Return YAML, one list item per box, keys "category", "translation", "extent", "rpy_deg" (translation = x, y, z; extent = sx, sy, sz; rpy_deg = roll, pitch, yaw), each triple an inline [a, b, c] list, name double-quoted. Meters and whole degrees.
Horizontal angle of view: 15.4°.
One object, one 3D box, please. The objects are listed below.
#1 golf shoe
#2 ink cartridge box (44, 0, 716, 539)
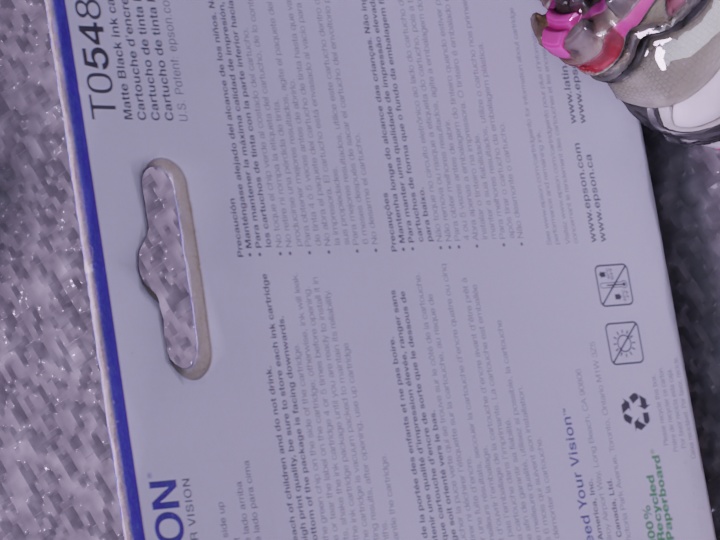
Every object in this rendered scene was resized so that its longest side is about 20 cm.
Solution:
- category: "golf shoe"
  translation: [0.131, -0.126, 0.744]
  extent: [0.092, 0.073, 0.200]
  rpy_deg: [33, 90, -24]
- category: "ink cartridge box"
  translation: [0.000, 0.000, 0.710]
  extent: [0.041, 0.200, 0.200]
  rpy_deg: [-19, 76, 50]
